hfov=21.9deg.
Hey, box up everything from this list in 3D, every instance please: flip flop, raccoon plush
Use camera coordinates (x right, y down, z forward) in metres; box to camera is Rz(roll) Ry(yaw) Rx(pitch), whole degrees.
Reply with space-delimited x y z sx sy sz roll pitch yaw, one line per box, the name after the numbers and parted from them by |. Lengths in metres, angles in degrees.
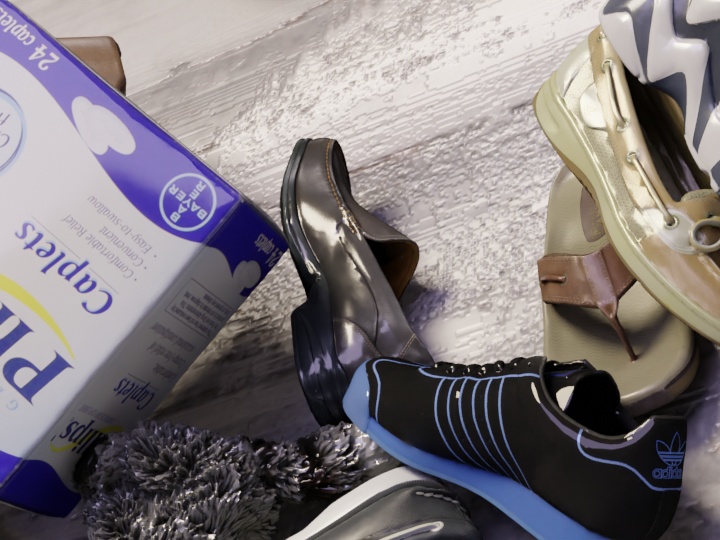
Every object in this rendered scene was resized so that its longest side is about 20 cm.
0.122 -0.002 0.949 0.081 0.058 0.201 -20 41 21 | flip flop
-0.076 0.146 0.931 0.199 0.097 0.135 -20 49 20 | raccoon plush

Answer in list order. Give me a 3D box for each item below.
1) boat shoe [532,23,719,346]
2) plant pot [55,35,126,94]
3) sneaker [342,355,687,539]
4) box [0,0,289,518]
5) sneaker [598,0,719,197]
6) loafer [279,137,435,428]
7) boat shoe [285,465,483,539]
0.157 -0.041 0.914 0.063 0.073 0.201 -53 47 29 | boat shoe
-0.240 -0.060 1.154 0.197 0.201 0.201 -8 37 -12 | plant pot
0.073 0.070 0.885 0.199 0.070 0.078 27 105 41 | sneaker
-0.176 -0.005 0.991 0.184 0.105 0.200 39 88 16 | box
0.216 -0.091 0.869 0.130 0.079 0.200 -44 66 28 | sneaker
0.000 0.000 1.040 0.072 0.073 0.201 -17 51 10 | loafer
-0.031 0.169 0.879 0.200 0.076 0.060 -40 32 -3 | boat shoe
